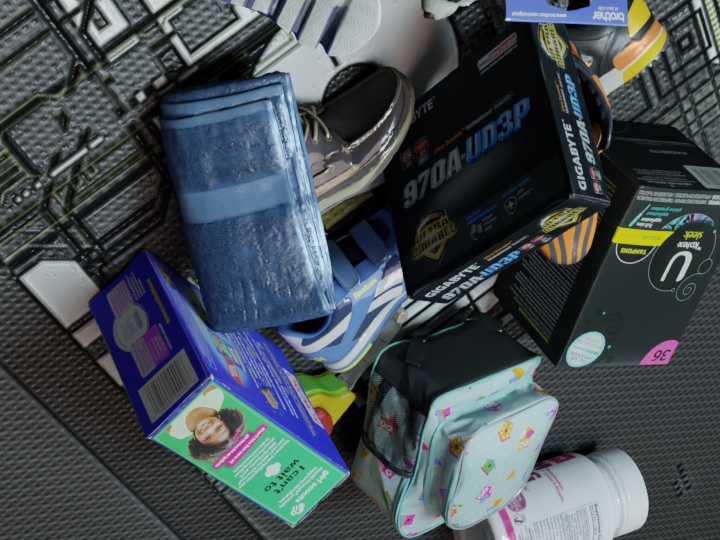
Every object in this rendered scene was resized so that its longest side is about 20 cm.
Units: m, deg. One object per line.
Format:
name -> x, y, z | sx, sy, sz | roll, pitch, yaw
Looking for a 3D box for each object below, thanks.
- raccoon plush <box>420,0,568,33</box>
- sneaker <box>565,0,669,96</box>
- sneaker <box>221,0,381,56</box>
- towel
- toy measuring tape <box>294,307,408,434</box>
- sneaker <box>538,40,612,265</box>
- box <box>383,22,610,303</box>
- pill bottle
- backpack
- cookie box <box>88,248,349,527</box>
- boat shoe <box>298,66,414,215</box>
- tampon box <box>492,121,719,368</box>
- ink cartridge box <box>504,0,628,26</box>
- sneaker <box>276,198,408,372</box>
raccoon plush -> 0.109, -0.282, 1.132 | 0.133, 0.096, 0.202 | 29, 76, -29
sneaker -> 0.167, -0.174, 1.252 | 0.199, 0.070, 0.090 | -38, 106, 11
sneaker -> -0.078, -0.228, 1.033 | 0.198, 0.115, 0.081 | 29, 107, -13
towel -> -0.088, -0.050, 1.122 | 0.110, 0.049, 0.202 | -10, 108, 5
toy measuring tape -> -0.035, 0.102, 1.329 | 0.201, 0.073, 0.073 | -51, 135, 0
sneaker -> 0.166, -0.087, 1.186 | 0.077, 0.112, 0.202 | -11, 111, -1
box -> 0.100, -0.084, 1.143 | 0.046, 0.161, 0.199 | 7, 153, -37
pill bottle -> 0.209, 0.267, 1.578 | 0.198, 0.114, 0.114 | -14, 130, -24
backpack -> 0.086, 0.162, 1.387 | 0.175, 0.153, 0.201 | -21, 145, -41
cookie box -> -0.117, 0.100, 1.199 | 0.075, 0.172, 0.200 | -42, 135, 8
boat shoe -> -0.039, -0.093, 1.165 | 0.200, 0.075, 0.073 | -45, 135, 5
tampon box -> 0.245, -0.024, 1.363 | 0.148, 0.126, 0.202 | 0, 124, -32
ink cartridge box -> 0.141, -0.283, 1.079 | 0.118, 0.042, 0.203 | -3, 86, -29
sneaker -> 0.000, 0.000, 1.265 | 0.082, 0.074, 0.201 | 22, 108, -37
